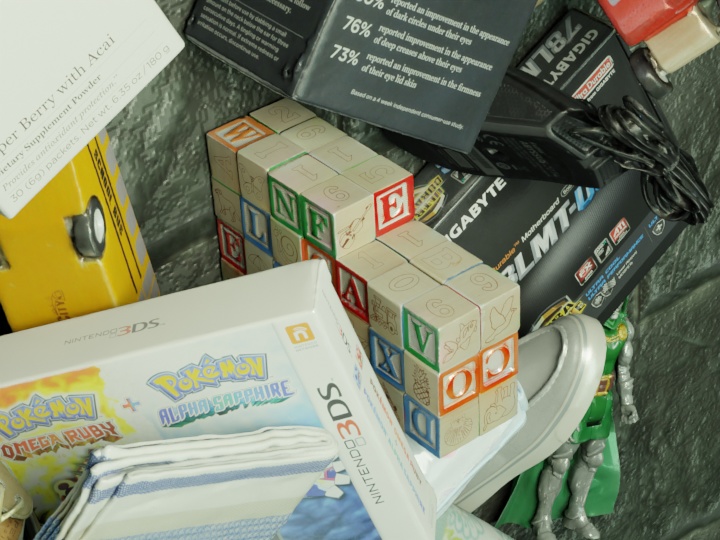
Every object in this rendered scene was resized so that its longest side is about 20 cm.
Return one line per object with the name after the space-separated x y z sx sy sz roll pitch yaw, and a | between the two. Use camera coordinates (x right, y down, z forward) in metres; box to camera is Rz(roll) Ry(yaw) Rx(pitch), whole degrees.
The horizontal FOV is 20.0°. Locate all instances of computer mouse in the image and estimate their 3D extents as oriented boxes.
0.105 -0.085 1.184 0.138 0.199 0.053 40 66 -56 | computer mouse

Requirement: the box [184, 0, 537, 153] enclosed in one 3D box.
0.021 -0.183 1.099 0.148 0.104 0.201 14 104 -47 | box

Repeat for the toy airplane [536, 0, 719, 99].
0.153 -0.204 1.178 0.141 0.199 0.200 45 70 -21 | toy airplane

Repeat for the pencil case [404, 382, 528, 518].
0.010 0.127 1.164 0.200 0.091 0.083 -53 140 -14 | pencil case

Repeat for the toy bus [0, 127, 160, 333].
-0.151 -0.006 1.057 0.065 0.078 0.200 -5 131 10 | toy bus

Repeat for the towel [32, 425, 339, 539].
-0.111 0.144 1.020 0.146 0.024 0.200 -2 142 -40 | towel

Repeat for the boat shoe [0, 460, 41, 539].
-0.196 0.118 1.010 0.075 0.068 0.200 -55 157 -18 | boat shoe

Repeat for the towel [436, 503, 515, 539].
0.035 0.248 1.272 0.171 0.048 0.200 36 82 -49 | towel

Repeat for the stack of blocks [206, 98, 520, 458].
0.000 0.000 1.120 0.058 0.200 0.116 -26 132 -29 | stack of blocks

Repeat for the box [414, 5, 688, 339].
0.122 -0.036 1.330 0.200 0.050 0.199 -48 139 -10 | box

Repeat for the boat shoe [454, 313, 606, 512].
0.077 0.091 1.312 0.068 0.072 0.200 17 140 -30 | boat shoe

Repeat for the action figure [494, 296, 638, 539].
0.158 0.097 1.446 0.118 0.055 0.201 -9 116 -37 | action figure

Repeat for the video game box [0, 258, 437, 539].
-0.081 0.092 1.056 0.199 0.047 0.183 -14 126 15 | video game box

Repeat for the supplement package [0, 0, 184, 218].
-0.194 -0.143 0.906 0.121 0.120 0.200 -46 137 -10 | supplement package
